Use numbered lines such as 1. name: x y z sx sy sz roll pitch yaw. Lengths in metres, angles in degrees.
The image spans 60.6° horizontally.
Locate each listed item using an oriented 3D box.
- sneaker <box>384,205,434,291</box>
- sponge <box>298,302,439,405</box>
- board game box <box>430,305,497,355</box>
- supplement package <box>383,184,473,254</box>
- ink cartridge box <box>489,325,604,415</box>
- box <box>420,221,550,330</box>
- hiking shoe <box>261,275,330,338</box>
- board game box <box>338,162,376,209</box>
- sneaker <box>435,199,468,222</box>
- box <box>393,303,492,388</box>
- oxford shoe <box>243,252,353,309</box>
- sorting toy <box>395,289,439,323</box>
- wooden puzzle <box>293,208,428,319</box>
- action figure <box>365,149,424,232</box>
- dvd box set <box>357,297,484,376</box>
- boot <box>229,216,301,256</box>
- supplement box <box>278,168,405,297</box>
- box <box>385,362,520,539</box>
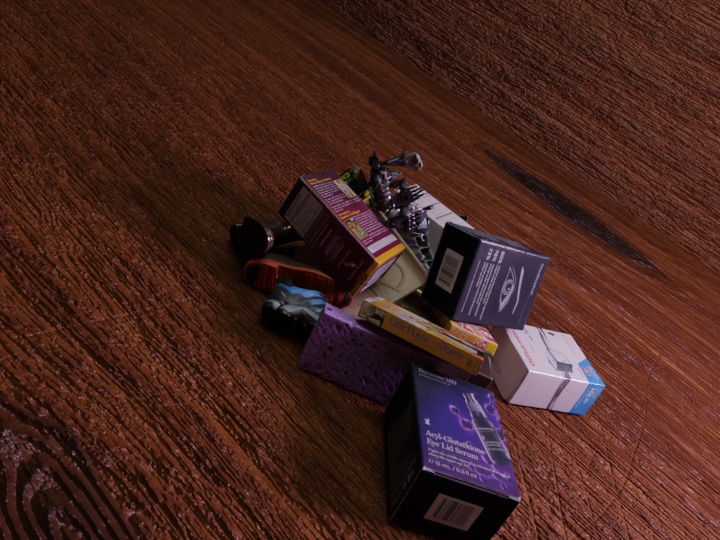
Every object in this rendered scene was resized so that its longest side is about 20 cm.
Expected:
1. sneaker: 0.115 -0.060 1.196 0.200 0.142 0.077 43 32 20
2. sponge: 0.012 0.138 0.951 0.195 0.114 0.030 24 26 -8
3. board game box: 0.184 0.092 1.145 0.093 0.031 0.200 24 10 -10
4. supplement package: 0.153 -0.090 1.433 0.198 0.119 0.116 39 31 20
5. ink cartridge box: 0.350 0.188 1.199 0.194 0.087 0.148 15 31 -26
6. box: 0.229 0.013 1.129 0.195 0.153 0.104 12 13 -36
7. hiking shoe: -0.061 0.075 1.006 0.195 0.075 0.088 27 49 -4
8. board game box: -0.019 -0.121 1.235 0.024 0.104 0.201 48 -6 30
9. sneaker: 0.160 -0.138 1.528 0.197 0.106 0.060 36 30 14
10. box: 0.128 0.147 1.082 0.195 0.076 0.101 23 28 -7
11. oxford shoe: -0.101 0.009 1.075 0.194 0.073 0.073 19 30 2
12. sorting toy: 0.142 0.080 1.246 0.199 0.037 0.183 44 32 16
13. wooden puzzle: 0.000 0.000 1.143 0.196 0.047 0.187 -30 67 -19
14. action figure: 0.068 -0.150 1.133 0.098 0.122 0.202 -9 32 -8
15. dvd box set: 0.099 0.098 0.960 0.195 0.030 0.146 26 4 13
16. boot: -0.121 -0.073 1.120 0.194 0.067 0.185 -7 11 -29
17. supplement box: -0.032 -0.069 1.061 0.200 0.086 0.110 47 32 9
18. box: 0.118 0.250 0.859 0.144 0.106 0.202 20 30 -13
